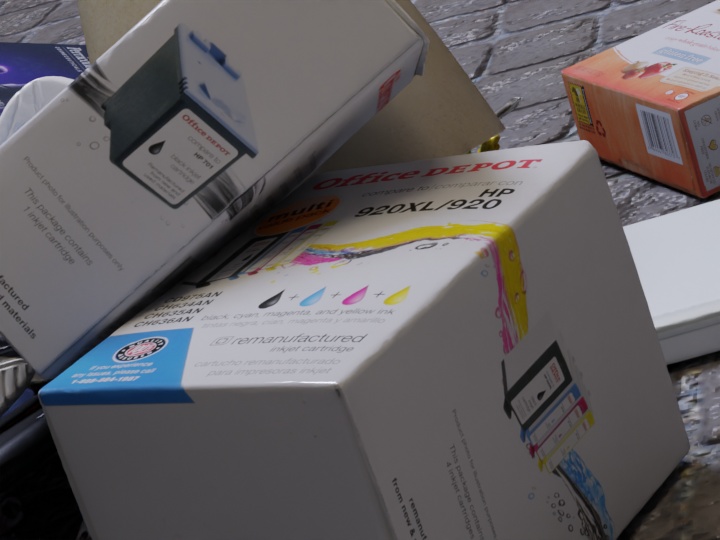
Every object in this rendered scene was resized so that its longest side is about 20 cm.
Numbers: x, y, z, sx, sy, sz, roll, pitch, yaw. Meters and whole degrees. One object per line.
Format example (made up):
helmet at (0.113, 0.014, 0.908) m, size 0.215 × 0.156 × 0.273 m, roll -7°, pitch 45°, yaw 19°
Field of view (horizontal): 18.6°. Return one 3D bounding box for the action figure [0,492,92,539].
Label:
action figure at (-0.104, 0.116, 0.925) m, size 0.130 × 0.070 × 0.200 m, roll 10°, pitch 38°, yaw 44°

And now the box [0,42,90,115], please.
box at (-0.226, -0.060, 1.221) m, size 0.199 × 0.105 × 0.148 m, roll -2°, pitch 22°, yaw -25°

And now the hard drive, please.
hard drive at (0.153, 0.005, 1.042) m, size 0.199 × 0.026 × 0.132 m, roll -16°, pitch 21°, yaw 8°

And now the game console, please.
game console at (-0.159, 0.086, 1.009) m, size 0.177 × 0.031 × 0.200 m, roll -28°, pitch 7°, yaw 45°

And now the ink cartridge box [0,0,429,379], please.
ink cartridge box at (-0.073, -0.050, 0.913) m, size 0.200 × 0.086 × 0.146 m, roll -44°, pitch -1°, yaw -1°

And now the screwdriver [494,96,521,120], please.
screwdriver at (0.039, -0.051, 1.182) m, size 0.028 × 0.029 × 0.200 m, roll -45°, pitch 10°, yaw -32°

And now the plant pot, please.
plant pot at (-0.058, -0.112, 1.075) m, size 0.187 × 0.200 × 0.187 m, roll -29°, pitch 2°, yaw 1°

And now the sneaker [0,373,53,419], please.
sneaker at (-0.116, -0.001, 1.161) m, size 0.199 × 0.115 × 0.081 m, roll -27°, pitch 23°, yaw -20°

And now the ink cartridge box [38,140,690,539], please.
ink cartridge box at (0.008, 0.058, 0.859) m, size 0.147 × 0.145 × 0.200 m, roll -4°, pitch 24°, yaw 37°

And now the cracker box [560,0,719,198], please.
cracker box at (0.232, -0.116, 1.236) m, size 0.200 × 0.058 × 0.134 m, roll -25°, pitch 22°, yaw -17°

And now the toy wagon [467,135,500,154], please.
toy wagon at (-0.021, -0.072, 1.246) m, size 0.199 × 0.155 × 0.040 m, roll 11°, pitch 68°, yaw 0°

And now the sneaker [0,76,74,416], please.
sneaker at (-0.175, 0.007, 1.049) m, size 0.079 × 0.200 × 0.130 m, roll 22°, pitch -7°, yaw -2°
